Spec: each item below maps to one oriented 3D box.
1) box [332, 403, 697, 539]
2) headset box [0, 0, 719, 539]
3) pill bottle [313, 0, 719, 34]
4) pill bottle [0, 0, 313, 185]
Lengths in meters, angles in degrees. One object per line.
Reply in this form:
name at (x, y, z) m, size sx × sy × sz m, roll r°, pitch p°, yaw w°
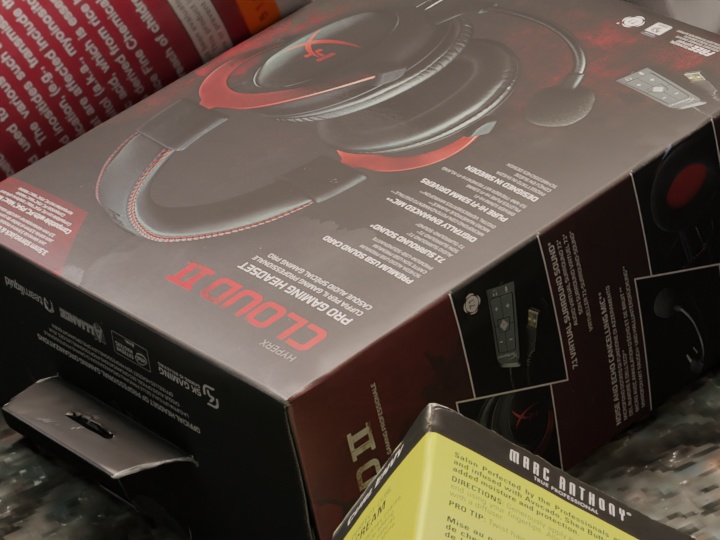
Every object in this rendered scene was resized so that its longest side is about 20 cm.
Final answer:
box at (0.025, 0.115, 0.558) m, size 0.075 × 0.050 × 0.200 m, roll 28°, pitch 32°, yaw -12°
headset box at (0.000, 0.000, 0.748) m, size 0.199 × 0.075 × 0.148 m, roll -32°, pitch 37°, yaw -28°
pill bottle at (0.015, -0.124, 0.899) m, size 0.199 × 0.115 × 0.114 m, roll 4°, pitch 36°, yaw 26°
pill bottle at (-0.118, -0.046, 0.810) m, size 0.200 × 0.113 × 0.113 m, roll -42°, pitch 40°, yaw -16°
